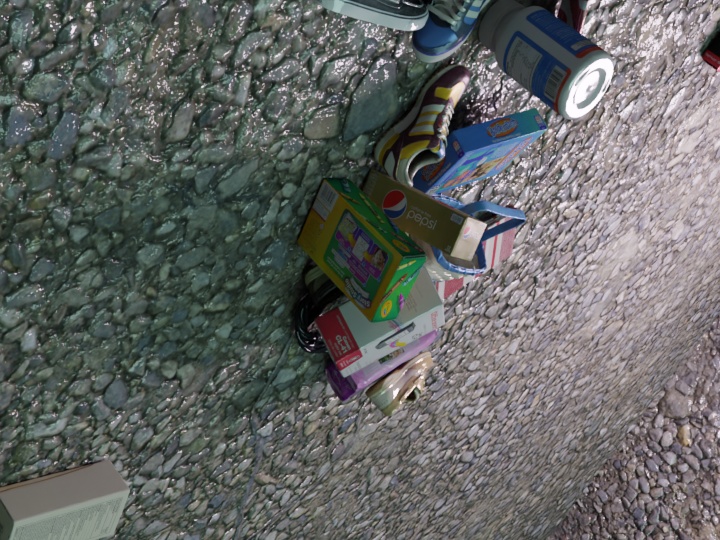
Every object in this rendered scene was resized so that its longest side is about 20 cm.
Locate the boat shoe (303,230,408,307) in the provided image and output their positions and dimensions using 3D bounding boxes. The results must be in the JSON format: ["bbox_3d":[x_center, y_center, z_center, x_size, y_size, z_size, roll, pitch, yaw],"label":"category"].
[{"bbox_3d":[-0.001,0.000,1.714,0.199,0.067,0.071,-26,163,27],"label":"boat shoe"}]

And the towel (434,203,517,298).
[{"bbox_3d":[0.213,-0.030,2.052,0.198,0.023,0.145,-32,148,-20],"label":"towel"}]

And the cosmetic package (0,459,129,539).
[{"bbox_3d":[-0.460,0.367,1.640,0.198,0.073,0.105,-8,132,-47],"label":"cosmetic package"}]

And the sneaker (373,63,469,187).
[{"bbox_3d":[0.113,-0.218,1.656,0.201,0.090,0.075,-50,149,7],"label":"sneaker"}]

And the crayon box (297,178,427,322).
[{"bbox_3d":[-0.001,-0.032,1.621,0.058,0.200,0.120,-6,132,-45],"label":"crayon box"}]

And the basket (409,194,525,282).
[{"bbox_3d":[0.161,-0.062,1.819,0.198,0.142,0.175,-21,163,31],"label":"basket"}]

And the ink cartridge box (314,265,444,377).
[{"bbox_3d":[0.034,0.083,1.760,0.197,0.087,0.148,-26,164,-2],"label":"ink cartridge box"}]

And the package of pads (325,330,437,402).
[{"bbox_3d":[0.036,0.151,1.972,0.198,0.076,0.121,-31,172,-24],"label":"package of pads"}]

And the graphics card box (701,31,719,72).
[{"bbox_3d":[0.792,-0.494,2.216,0.125,0.051,0.202,6,122,-53],"label":"graphics card box"}]

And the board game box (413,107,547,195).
[{"bbox_3d":[0.191,-0.191,1.773,0.198,0.046,0.152,-19,165,-38],"label":"board game box"}]

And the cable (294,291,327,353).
[{"bbox_3d":[-0.040,0.082,1.854,0.162,0.051,0.202,-34,148,-20],"label":"cable"}]

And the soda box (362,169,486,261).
[{"bbox_3d":[0.092,-0.086,1.669,0.067,0.199,0.065,12,105,-55],"label":"soda box"}]

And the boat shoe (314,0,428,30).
[{"bbox_3d":[0.024,-0.364,1.405,0.198,0.072,0.068,1,128,-43],"label":"boat shoe"}]

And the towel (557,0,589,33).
[{"bbox_3d":[0.325,-0.379,1.706,0.022,0.146,0.202,6,135,-2],"label":"towel"}]

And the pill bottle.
[{"bbox_3d":[0.272,-0.324,1.622,0.111,0.200,0.113,-30,146,-23],"label":"pill bottle"}]

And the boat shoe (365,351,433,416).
[{"bbox_3d":[0.081,0.212,1.998,0.073,0.070,0.199,-35,177,38],"label":"boat shoe"}]

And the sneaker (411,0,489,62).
[{"bbox_3d":[0.134,-0.394,1.469,0.201,0.080,0.147,-49,162,-9],"label":"sneaker"}]
